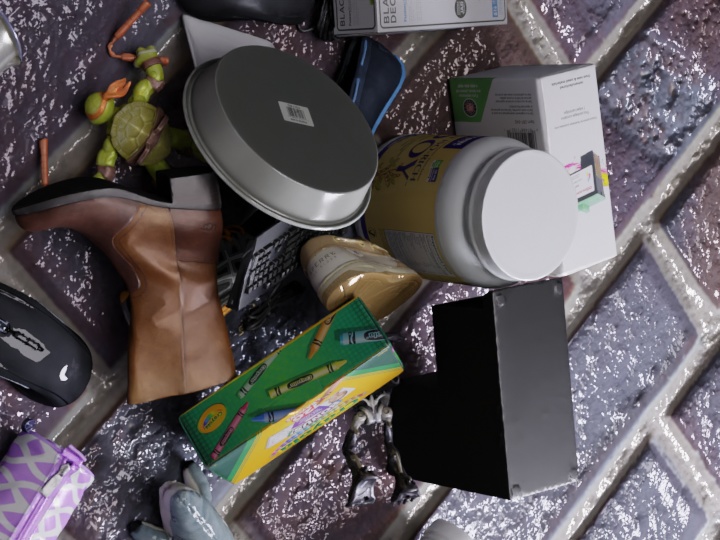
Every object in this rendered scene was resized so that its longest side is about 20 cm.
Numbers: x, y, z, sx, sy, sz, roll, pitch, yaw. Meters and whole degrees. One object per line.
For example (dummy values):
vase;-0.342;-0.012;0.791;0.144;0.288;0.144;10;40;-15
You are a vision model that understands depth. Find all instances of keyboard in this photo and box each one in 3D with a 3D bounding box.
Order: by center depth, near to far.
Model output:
keyboard;-0.062;-0.009;1.681;0.200;0.020;0.128;-36;153;-53

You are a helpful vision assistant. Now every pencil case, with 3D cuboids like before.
pencil case;-0.305;0.235;1.592;0.084;0.085;0.201;37;73;-31

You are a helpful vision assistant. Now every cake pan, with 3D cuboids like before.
cake pan;-0.065;-0.126;1.646;0.199;0.037;0.201;25;39;-22

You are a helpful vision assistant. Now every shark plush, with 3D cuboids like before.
shark plush;-0.138;0.274;1.720;0.091;0.083;0.201;-36;114;-28

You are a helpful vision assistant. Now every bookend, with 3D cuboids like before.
bookend;0.111;0.110;1.823;0.091;0.199;0.201;-10;97;-35

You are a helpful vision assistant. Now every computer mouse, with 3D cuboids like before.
computer mouse;-0.320;0.077;1.590;0.200;0.046;0.141;44;68;-31
computer mouse;-0.086;-0.282;1.726;0.198;0.052;0.140;-8;99;-36

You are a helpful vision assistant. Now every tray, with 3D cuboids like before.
tray;-0.105;-0.145;1.680;0.107;0.022;0.201;12;45;-35

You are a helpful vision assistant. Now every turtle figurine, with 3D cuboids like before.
turtle figurine;-0.188;-0.127;1.657;0.161;0.064;0.202;32;75;-34

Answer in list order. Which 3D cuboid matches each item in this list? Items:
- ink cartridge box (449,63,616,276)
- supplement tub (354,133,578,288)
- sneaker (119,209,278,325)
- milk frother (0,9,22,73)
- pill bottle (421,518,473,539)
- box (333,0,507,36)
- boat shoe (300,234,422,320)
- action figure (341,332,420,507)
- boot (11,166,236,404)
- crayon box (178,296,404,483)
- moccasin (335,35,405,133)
ink cartridge box;0.176;-0.105;1.879;0.083;0.144;0.202;-16;103;-34
supplement tub;0.101;-0.059;1.794;0.144;0.199;0.147;-4;96;-36
sneaker;-0.139;-0.001;1.701;0.200;0.078;0.077;-46;111;-25
milk frother;-0.372;-0.171;1.436;0.188;0.199;0.181;-50;116;-22
pill bottle;0.041;0.348;1.847;0.200;0.104;0.105;-47;119;-23
box;0.059;-0.292;1.807;0.199;0.060;0.118;-9;100;-46
boat shoe;0.000;0.000;1.726;0.074;0.069;0.200;-40;163;9
action figure;-0.006;0.132;1.800;0.118;0.102;0.202;-3;70;-28
boot;-0.207;0.017;1.622;0.186;0.068;0.202;-9;105;-24
crayon box;-0.061;0.113;1.693;0.199;0.119;0.059;-34;74;-1
moccasin;-0.030;-0.142;1.778;0.068;0.080;0.201;42;56;-26
